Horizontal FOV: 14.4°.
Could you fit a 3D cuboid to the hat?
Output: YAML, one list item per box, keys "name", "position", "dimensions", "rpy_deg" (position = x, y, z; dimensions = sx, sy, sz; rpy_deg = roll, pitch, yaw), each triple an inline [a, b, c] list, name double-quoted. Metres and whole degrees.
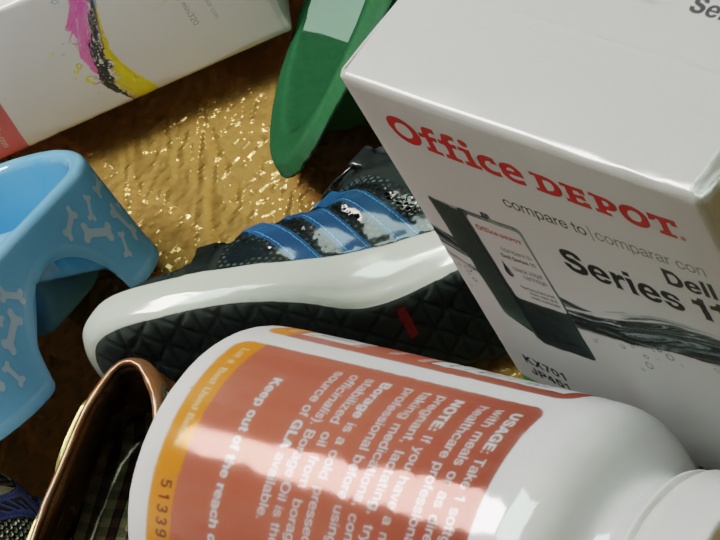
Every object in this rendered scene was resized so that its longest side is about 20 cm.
- name: "hat"
  position: [0.081, -0.099, 1.086]
  dimensions: [0.166, 0.176, 0.200]
  rpy_deg: [-87, 20, -55]

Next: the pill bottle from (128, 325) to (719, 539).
- name: "pill bottle"
  position: [0.034, 0.087, 0.881]
  dimensions: [0.200, 0.112, 0.112]
  rpy_deg: [12, 59, 38]

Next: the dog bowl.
- name: "dog bowl"
  position: [-0.151, 0.016, 1.045]
  dimensions: [0.111, 0.050, 0.200]
  rpy_deg: [-15, 20, 27]

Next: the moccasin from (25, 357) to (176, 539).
- name: "moccasin"
  position: [-0.092, 0.123, 0.943]
  dimensions: [0.074, 0.078, 0.202]
  rpy_deg: [4, 59, 30]

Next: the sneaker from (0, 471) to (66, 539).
- name: "sneaker"
  position: [-0.193, 0.130, 1.000]
  dimensions: [0.200, 0.078, 0.075]
  rpy_deg: [-37, 42, -5]

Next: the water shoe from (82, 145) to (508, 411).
- name: "water shoe"
  position: [0.000, 0.000, 1.018]
  dimensions: [0.200, 0.072, 0.079]
  rpy_deg: [-12, 43, 8]

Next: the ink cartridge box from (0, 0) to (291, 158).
- name: "ink cartridge box"
  position: [-0.096, -0.128, 1.175]
  dimensions: [0.200, 0.068, 0.117]
  rpy_deg: [-23, 34, 12]

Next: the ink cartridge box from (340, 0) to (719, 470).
- name: "ink cartridge box"
  position: [0.102, -0.009, 0.863]
  dimensions: [0.146, 0.200, 0.083]
  rpy_deg: [22, 65, 42]
